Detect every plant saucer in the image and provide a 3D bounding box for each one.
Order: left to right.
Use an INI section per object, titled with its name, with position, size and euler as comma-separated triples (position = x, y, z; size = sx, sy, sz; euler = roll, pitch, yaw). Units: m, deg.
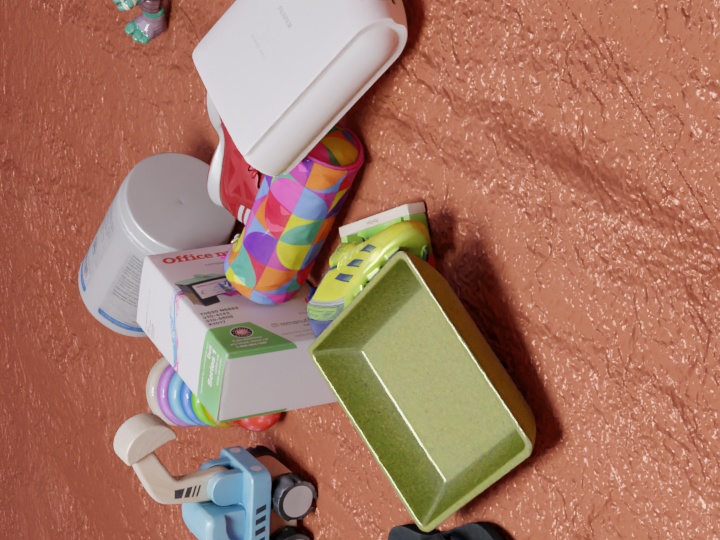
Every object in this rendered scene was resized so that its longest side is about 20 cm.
[plant saucer]
position = 0.061, 0.101, 1.528
size = 0.200, 0.048, 0.200
euler = 57, 143, 11

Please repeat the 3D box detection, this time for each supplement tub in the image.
[supplement tub]
position = -0.226, -0.025, 1.951
size = 0.200, 0.132, 0.132
euler = -51, 55, 52

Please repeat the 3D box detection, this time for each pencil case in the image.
[pencil case]
position = -0.069, -0.056, 1.695
size = 0.088, 0.088, 0.200
euler = 59, 135, 33

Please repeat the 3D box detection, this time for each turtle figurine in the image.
[turtle figurine]
position = -0.237, -0.342, 1.917
size = 0.200, 0.100, 0.150
euler = 108, 159, -63

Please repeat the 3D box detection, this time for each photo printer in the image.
[photo printer]
position = -0.050, -0.207, 1.589
size = 0.200, 0.069, 0.167
euler = -45, 49, 21

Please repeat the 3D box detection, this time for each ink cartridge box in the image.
[ink cartridge box]
position = -0.118, 0.056, 1.769
size = 0.200, 0.144, 0.084
euler = 45, 134, 47

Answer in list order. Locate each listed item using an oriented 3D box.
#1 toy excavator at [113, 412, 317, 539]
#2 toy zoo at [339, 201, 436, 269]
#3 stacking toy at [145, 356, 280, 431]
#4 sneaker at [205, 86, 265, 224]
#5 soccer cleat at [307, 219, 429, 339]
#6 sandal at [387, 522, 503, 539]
[toy excavator]
position = -0.154, 0.232, 1.825
size = 0.100, 0.200, 0.195
euler = 31, 125, 53
[toy zoo]
position = 0.037, 0.047, 1.622
size = 0.131, 0.020, 0.201
euler = -18, 83, 60
[stacking toy]
position = -0.150, 0.139, 1.931
size = 0.200, 0.085, 0.086
euler = 6, 103, 52
[sneaker]
position = -0.096, -0.125, 1.773
size = 0.115, 0.078, 0.200
euler = 41, 144, 36
[soccer cleat]
position = -0.001, 0.000, 1.589
size = 0.200, 0.065, 0.084
euler = -53, 51, 52
[sandal]
position = 0.070, 0.268, 1.595
size = 0.200, 0.048, 0.076
euler = -15, 85, 61
